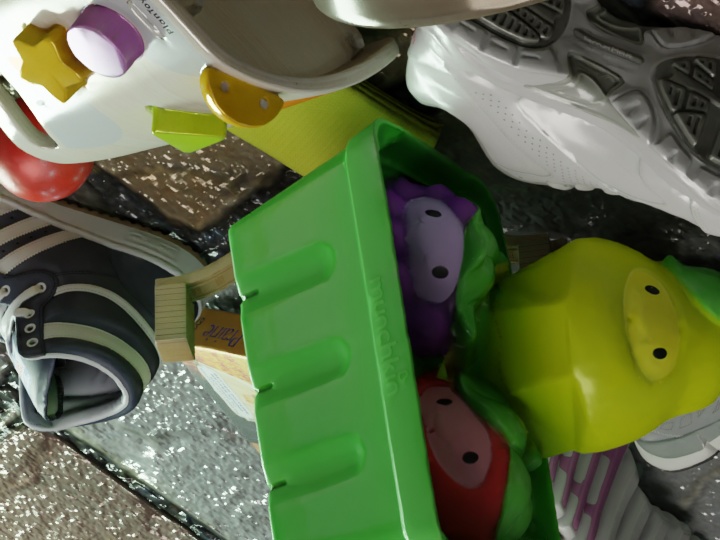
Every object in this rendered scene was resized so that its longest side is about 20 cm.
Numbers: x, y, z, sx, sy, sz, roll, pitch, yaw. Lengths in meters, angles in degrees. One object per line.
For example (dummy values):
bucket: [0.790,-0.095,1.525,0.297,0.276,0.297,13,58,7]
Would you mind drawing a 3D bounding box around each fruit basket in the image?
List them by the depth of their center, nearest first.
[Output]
fruit basket: [0.063,0.038,1.167,0.216,0.216,0.155,0,167,27]

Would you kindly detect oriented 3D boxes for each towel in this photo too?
towel: [-0.062,-0.099,1.254,0.200,0.018,0.086,32,147,-11]

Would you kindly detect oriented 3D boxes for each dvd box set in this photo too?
dvd box set: [-0.001,0.087,1.361,0.200,0.029,0.146,10,143,54]

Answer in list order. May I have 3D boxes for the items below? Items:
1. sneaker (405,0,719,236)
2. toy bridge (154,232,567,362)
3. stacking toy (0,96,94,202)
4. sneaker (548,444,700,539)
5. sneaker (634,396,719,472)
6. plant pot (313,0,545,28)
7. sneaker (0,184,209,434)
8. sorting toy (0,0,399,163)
sneaker: [0.109,-0.065,1.167,0.200,0.078,0.099,32,149,4]
toy bridge: [0.000,0.000,1.277,0.200,0.067,0.027,-7,152,7]
stacking toy: [-0.228,-0.076,1.325,0.200,0.085,0.085,8,140,8]
sneaker: [0.104,0.125,1.382,0.088,0.081,0.200,1,138,38]
sneaker: [0.163,0.024,1.233,0.115,0.075,0.200,39,141,-15]
plant pot: [0.047,-0.207,0.953,0.200,0.200,0.174,-7,115,33]
sneaker: [-0.187,0.015,1.374,0.200,0.109,0.070,15,141,12]
sorting toy: [-0.121,-0.113,1.184,0.180,0.107,0.200,-21,119,45]
